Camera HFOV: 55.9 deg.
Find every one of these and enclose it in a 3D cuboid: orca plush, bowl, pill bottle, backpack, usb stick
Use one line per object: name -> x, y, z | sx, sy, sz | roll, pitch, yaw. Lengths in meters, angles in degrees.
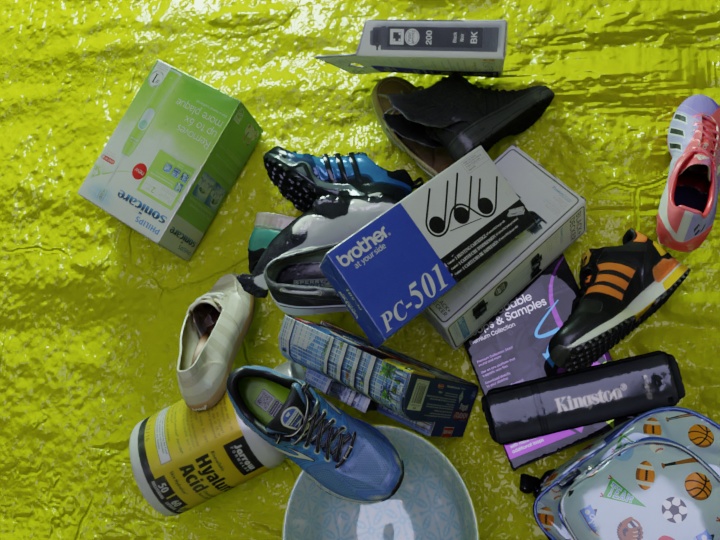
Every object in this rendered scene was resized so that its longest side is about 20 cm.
orca plush -> -0.041, -0.036, 0.750 | 0.198, 0.105, 0.072 | -38, 30, 19
bowl -> 0.028, 0.267, 0.684 | 0.194, 0.108, 0.206 | -6, 69, 14
pill bottle -> -0.144, 0.179, 0.752 | 0.196, 0.111, 0.113 | -27, 71, 5
backpack -> 0.272, 0.222, 0.617 | 0.189, 0.154, 0.201 | -38, 72, -3
usb stick -> 0.220, 0.128, 0.681 | 0.194, 0.033, 0.057 | -15, 74, 8

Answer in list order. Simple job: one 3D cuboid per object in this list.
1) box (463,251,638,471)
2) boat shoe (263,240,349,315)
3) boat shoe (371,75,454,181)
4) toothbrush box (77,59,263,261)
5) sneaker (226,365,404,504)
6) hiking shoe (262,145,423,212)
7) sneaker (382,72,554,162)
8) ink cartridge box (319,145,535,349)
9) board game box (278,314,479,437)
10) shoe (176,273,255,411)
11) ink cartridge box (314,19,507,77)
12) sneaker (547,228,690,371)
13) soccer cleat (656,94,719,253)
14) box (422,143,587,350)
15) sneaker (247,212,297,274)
box -> 0.190, 0.091, 0.734 | 0.140, 0.036, 0.204 | -23, 70, 7
boat shoe -> 0.000, -0.003, 0.683 | 0.193, 0.068, 0.076 | -3, 64, 6
boat shoe -> 0.077, -0.165, 0.812 | 0.073, 0.063, 0.202 | -37, 70, 2
toothbrush box -> -0.241, -0.141, 0.872 | 0.143, 0.086, 0.203 | 28, 85, 19
sneaker -> -0.050, 0.153, 0.638 | 0.196, 0.089, 0.080 | 27, 78, 15
hiking shoe -> -0.027, -0.109, 0.829 | 0.196, 0.075, 0.088 | 27, 62, 17
sneaker -> 0.127, -0.189, 0.773 | 0.198, 0.060, 0.105 | -33, 74, -25
ink cartridge box -> 0.066, -0.025, 0.645 | 0.198, 0.044, 0.095 | -35, 84, -20
board game box -> 0.000, 0.105, 0.711 | 0.196, 0.199, 0.063 | 20, 87, 31
shoe -> -0.165, 0.063, 0.767 | 0.068, 0.054, 0.203 | -19, 35, 17
ink cartridge box -> 0.065, -0.246, 0.762 | 0.194, 0.198, 0.045 | 3, 102, 10
sneaker -> 0.245, 0.024, 0.696 | 0.197, 0.071, 0.090 | -28, 62, -26
soccer cleat -> 0.353, -0.114, 0.711 | 0.065, 0.077, 0.204 | 15, 66, 17
box -> 0.136, -0.027, 0.736 | 0.199, 0.060, 0.117 | -42, 55, -5
sneaker -> -0.045, -0.011, 0.803 | 0.195, 0.071, 0.082 | 11, 82, 22
